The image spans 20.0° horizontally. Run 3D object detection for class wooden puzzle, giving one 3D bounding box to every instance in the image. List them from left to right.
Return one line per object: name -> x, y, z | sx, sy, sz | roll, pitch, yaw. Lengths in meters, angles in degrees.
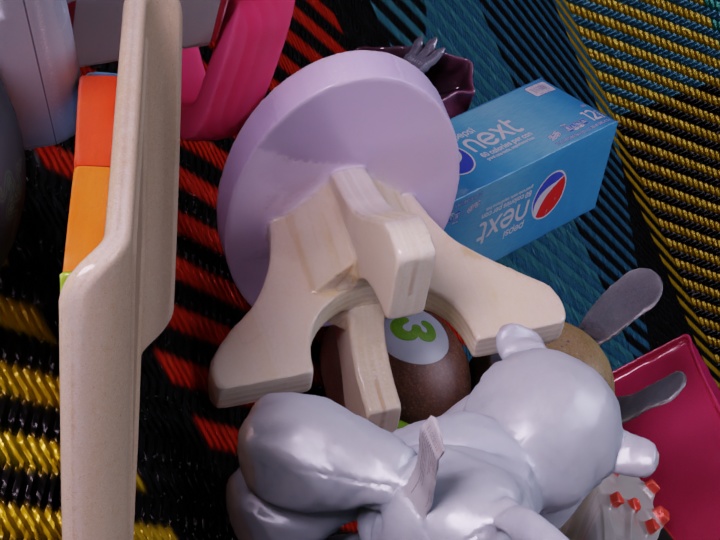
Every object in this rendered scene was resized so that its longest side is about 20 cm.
wooden puzzle -> -0.098, 0.013, 0.789 | 0.200, 0.037, 0.185 | -87, -178, -53

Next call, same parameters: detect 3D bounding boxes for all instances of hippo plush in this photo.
hippo plush -> 0.041, 0.087, 0.966 | 0.159, 0.200, 0.161 | 40, 49, 9

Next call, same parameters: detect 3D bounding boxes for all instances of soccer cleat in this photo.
soccer cleat -> 0.135, 0.170, 1.185 | 0.069, 0.078, 0.200 | 46, 24, -19

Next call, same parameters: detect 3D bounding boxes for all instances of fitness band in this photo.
fitness band -> -0.076, -0.153, 1.007 | 0.200, 0.037, 0.144 | 114, -37, -54

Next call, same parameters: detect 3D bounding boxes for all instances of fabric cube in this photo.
fabric cube -> 0.199, 0.202, 1.409 | 0.199, 0.196, 0.200 | 52, 15, -52

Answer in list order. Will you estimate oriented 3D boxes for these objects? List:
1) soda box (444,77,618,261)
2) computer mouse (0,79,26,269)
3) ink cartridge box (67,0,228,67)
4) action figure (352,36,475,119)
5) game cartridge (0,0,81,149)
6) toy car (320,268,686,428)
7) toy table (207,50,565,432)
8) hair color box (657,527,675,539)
soda box -> 0.067, -0.048, 1.220 | 0.200, 0.064, 0.068 | -26, 139, -43
computer mouse -> -0.167, -0.080, 0.723 | 0.139, 0.053, 0.201 | -54, 123, -74
ink cartridge box -> -0.119, -0.213, 0.913 | 0.145, 0.084, 0.201 | 121, -45, -69
action figure -> 0.028, -0.054, 1.295 | 0.200, 0.134, 0.149 | 78, 26, -54
game cartridge -> -0.151, -0.156, 0.820 | 0.133, 0.040, 0.200 | 99, -25, -62
toy car -> 0.090, 0.065, 1.202 | 0.165, 0.199, 0.158 | -96, 161, -45
toy table -> 0.000, 0.000, 1.035 | 0.200, 0.183, 0.117 | 80, -8, -56
hair color box -> 0.138, 0.184, 1.269 | 0.200, 0.101, 0.061 | 51, -21, 38
